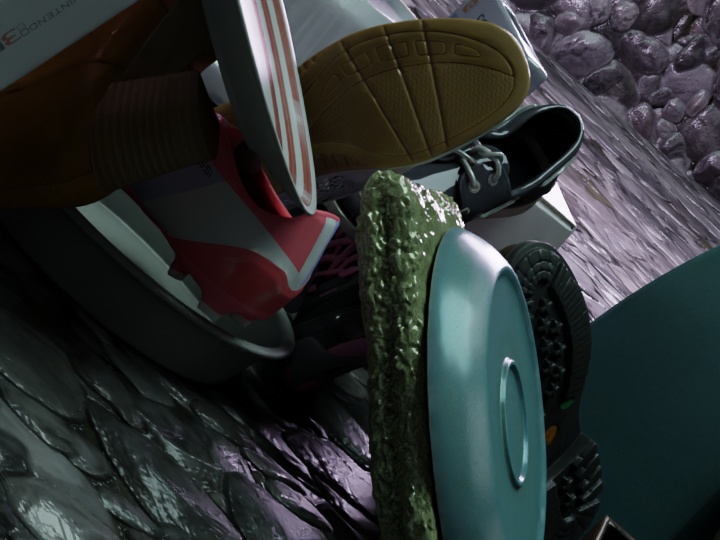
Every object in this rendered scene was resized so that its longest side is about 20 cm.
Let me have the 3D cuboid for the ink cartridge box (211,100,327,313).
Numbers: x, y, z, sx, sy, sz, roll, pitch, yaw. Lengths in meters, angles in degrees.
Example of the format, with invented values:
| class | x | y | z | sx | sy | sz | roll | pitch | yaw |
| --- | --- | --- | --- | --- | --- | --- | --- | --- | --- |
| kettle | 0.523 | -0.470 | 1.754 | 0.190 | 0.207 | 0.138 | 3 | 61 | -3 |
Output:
| class | x | y | z | sx | sy | sz | roll | pitch | yaw |
| --- | --- | --- | --- | --- | --- | --- | --- | --- | --- |
| ink cartridge box | -0.102 | -0.077 | 1.589 | 0.200 | 0.076 | 0.136 | 47 | 11 | 25 |

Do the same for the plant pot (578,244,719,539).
| class | x | y | z | sx | sy | sz | roll | pitch | yaw |
| --- | --- | --- | --- | --- | --- | --- | --- | --- | --- |
| plant pot | 0.195 | 0.089 | 1.690 | 0.141 | 0.200 | 0.141 | 49 | 13 | 25 |

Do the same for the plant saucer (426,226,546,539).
| class | x | y | z | sx | sy | sz | roll | pitch | yaw |
| --- | --- | --- | --- | --- | --- | --- | --- | --- | --- |
| plant saucer | 0.067 | 0.077 | 1.408 | 0.200 | 0.027 | 0.201 | -4 | 90 | -77 |

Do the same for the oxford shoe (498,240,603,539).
| class | x | y | z | sx | sy | sz | roll | pitch | yaw |
| --- | --- | --- | --- | --- | --- | --- | --- | --- | --- |
| oxford shoe | 0.081 | 0.063 | 1.569 | 0.084 | 0.073 | 0.200 | 31 | -42 | 38 |

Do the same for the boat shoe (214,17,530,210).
| class | x | y | z | sx | sy | sz | roll | pitch | yaw |
| --- | --- | --- | --- | --- | --- | --- | --- | --- | --- |
| boat shoe | -0.009 | -0.073 | 1.406 | 0.069 | 0.200 | 0.071 | 16 | 57 | -77 |

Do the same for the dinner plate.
| class | x | y | z | sx | sy | sz | roll | pitch | yaw |
| --- | --- | --- | --- | --- | --- | --- | --- | --- | --- |
| dinner plate | -0.053 | -0.120 | 1.268 | 0.200 | 0.024 | 0.201 | -14 | 90 | -87 |

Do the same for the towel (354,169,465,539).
| class | x | y | z | sx | sy | sz | roll | pitch | yaw |
| --- | --- | --- | --- | --- | --- | --- | --- | --- | --- |
| towel | 0.029 | 0.054 | 1.393 | 0.148 | 0.036 | 0.200 | 18 | 68 | -77 |

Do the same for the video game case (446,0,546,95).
| class | x | y | z | sx | sy | sz | roll | pitch | yaw |
| --- | --- | --- | --- | --- | --- | --- | --- | --- | --- |
| video game case | 0.020 | -0.082 | 1.702 | 0.022 | 0.200 | 0.182 | 46 | 10 | -17 |

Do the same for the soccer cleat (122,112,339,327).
| class | x | y | z | sx | sy | sz | roll | pitch | yaw |
| --- | --- | --- | --- | --- | --- | --- | --- | --- | --- |
| soccer cleat | -0.092 | -0.060 | 1.351 | 0.200 | 0.076 | 0.067 | 48 | 12 | 22 |

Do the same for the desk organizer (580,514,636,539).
| class | x | y | z | sx | sy | sz | roll | pitch | yaw |
| --- | --- | --- | --- | --- | --- | --- | --- | --- | --- |
| desk organizer | 0.170 | 0.222 | 1.425 | 0.200 | 0.077 | 0.072 | 41 | 11 | -11 |

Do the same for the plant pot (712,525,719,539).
| class | x | y | z | sx | sy | sz | roll | pitch | yaw |
| --- | --- | --- | --- | --- | --- | --- | --- | --- | --- |
| plant pot | 0.262 | 0.219 | 1.613 | 0.200 | 0.134 | 0.200 | 42 | 12 | -11 |

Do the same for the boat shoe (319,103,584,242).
| class | x | y | z | sx | sy | sz | roll | pitch | yaw |
| --- | --- | --- | --- | --- | --- | --- | --- | --- | --- |
| boat shoe | 0.052 | -0.059 | 1.527 | 0.200 | 0.063 | 0.073 | -15 | 70 | -53 |

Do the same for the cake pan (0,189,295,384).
| class | x | y | z | sx | sy | sz | roll | pitch | yaw |
| --- | --- | --- | --- | --- | --- | --- | --- | --- | --- |
| cake pan | -0.117 | -0.016 | 1.397 | 0.200 | 0.037 | 0.200 | 41 | 11 | -10 |

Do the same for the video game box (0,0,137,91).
| class | x | y | z | sx | sy | sz | roll | pitch | yaw |
| --- | --- | --- | --- | --- | --- | --- | --- | --- | --- |
| video game box | -0.181 | -0.142 | 1.215 | 0.182 | 0.200 | 0.047 | 54 | -2 | 45 |

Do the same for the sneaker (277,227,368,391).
| class | x | y | z | sx | sy | sz | roll | pitch | yaw |
| --- | --- | --- | --- | --- | --- | --- | --- | --- | --- |
| sneaker | 0.000 | 0.000 | 1.517 | 0.096 | 0.079 | 0.200 | 68 | 26 | -7 |

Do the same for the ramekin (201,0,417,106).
| class | x | y | z | sx | sy | sz | roll | pitch | yaw |
| --- | --- | --- | --- | --- | --- | --- | --- | --- | --- |
| ramekin | -0.050 | -0.148 | 1.587 | 0.202 | 0.094 | 0.202 | 40 | 11 | -10 |

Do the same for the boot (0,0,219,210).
| class | x | y | z | sx | sy | sz | roll | pitch | yaw |
| --- | --- | --- | --- | --- | --- | --- | --- | --- | --- |
| boot | -0.135 | -0.101 | 1.307 | 0.201 | 0.144 | 0.071 | -88 | 165 | -51 |

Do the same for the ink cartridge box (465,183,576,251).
| class | x | y | z | sx | sy | sz | roll | pitch | yaw |
| --- | --- | --- | --- | --- | --- | --- | --- | --- | --- |
| ink cartridge box | 0.044 | -0.028 | 1.726 | 0.083 | 0.147 | 0.200 | 38 | 13 | -16 |
